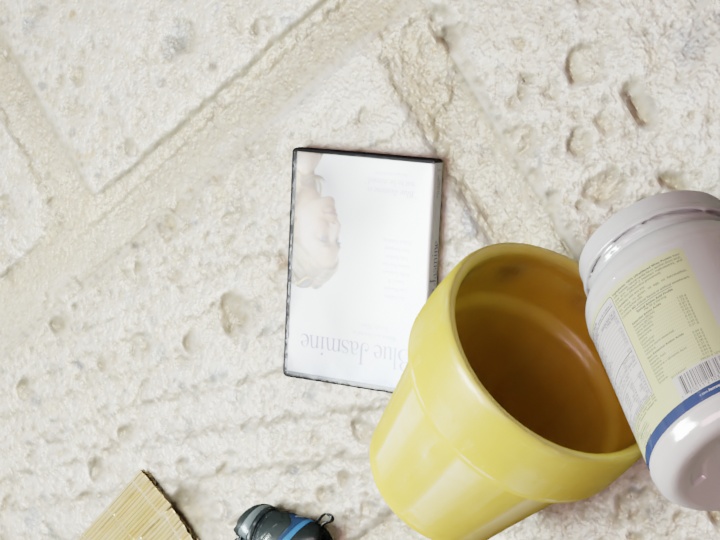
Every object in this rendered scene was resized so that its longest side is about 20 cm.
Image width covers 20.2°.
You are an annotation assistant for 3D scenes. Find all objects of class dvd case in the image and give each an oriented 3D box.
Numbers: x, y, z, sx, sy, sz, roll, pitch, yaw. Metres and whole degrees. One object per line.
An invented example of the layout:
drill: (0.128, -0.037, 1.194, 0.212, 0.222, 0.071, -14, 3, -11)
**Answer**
dvd case: (0.000, 0.000, 1.709, 0.142, 0.018, 0.201, 7, 98, 30)

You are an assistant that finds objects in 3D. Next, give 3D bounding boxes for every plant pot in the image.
plant pot: (0.106, 0.113, 1.565, 0.201, 0.200, 0.189, 52, 133, 16)

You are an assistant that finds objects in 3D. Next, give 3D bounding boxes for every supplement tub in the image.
supplement tub: (0.248, 0.056, 1.460, 0.145, 0.145, 0.201, -42, 48, 27)

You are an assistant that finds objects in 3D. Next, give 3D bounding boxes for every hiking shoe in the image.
hiking shoe: (-0.071, 0.306, 1.748, 0.086, 0.074, 0.201, 6, 98, 31)

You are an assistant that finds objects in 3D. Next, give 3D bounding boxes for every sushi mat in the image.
sushi mat: (-0.230, 0.281, 1.878, 0.200, 0.012, 0.096, -47, 70, 25)
